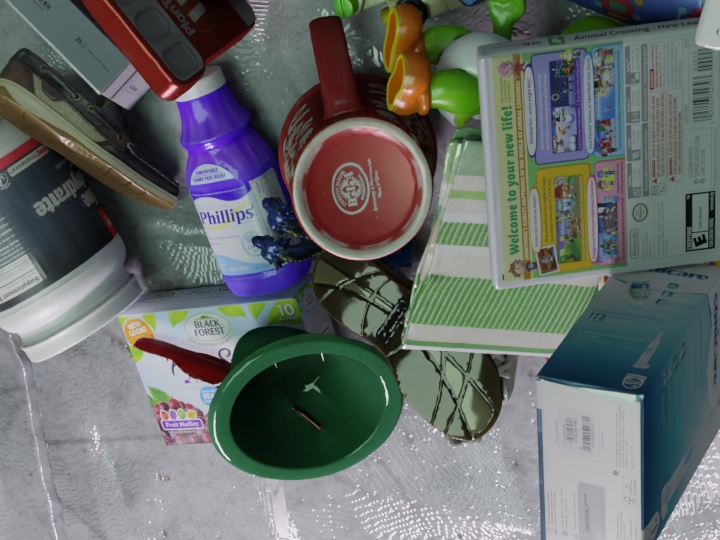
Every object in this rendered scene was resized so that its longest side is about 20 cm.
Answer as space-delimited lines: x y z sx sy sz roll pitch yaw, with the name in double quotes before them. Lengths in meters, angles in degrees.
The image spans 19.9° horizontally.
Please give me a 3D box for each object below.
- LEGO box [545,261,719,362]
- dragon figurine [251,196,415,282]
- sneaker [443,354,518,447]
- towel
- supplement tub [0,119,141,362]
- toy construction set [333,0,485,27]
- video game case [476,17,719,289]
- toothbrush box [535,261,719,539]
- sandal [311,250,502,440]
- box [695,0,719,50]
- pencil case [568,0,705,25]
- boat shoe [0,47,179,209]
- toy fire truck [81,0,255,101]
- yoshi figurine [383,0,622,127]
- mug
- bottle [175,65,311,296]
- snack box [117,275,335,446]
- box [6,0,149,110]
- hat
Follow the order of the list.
"LEGO box" 0.205 -0.027 1.640 0.148 0.077 0.202 -4 114 32
"dragon figurine" 0.000 0.000 1.757 0.199 0.099 0.059 37 129 6
"sneaker" 0.112 0.067 1.725 0.075 0.092 0.201 8 129 -9
"towel" 0.119 -0.017 1.584 0.151 0.023 0.201 5 125 -14
"supplement tub" -0.303 -0.033 1.885 0.140 0.140 0.201 -23 104 37
"toy construction set" 0.039 -0.257 1.603 0.199 0.092 0.132 -12 110 46
"video game case" 0.180 -0.084 1.510 0.180 0.022 0.202 -7 124 -2
"toothbrush box" 0.205 0.098 1.533 0.085 0.200 0.148 10 122 25
"sandal" 0.043 0.054 1.700 0.200 0.055 0.082 40 107 14
"box" 0.355 -0.212 1.371 0.197 0.200 0.132 21 126 18
"pencil case" 0.206 -0.228 1.525 0.198 0.087 0.078 21 164 19
"boat shoe" -0.235 -0.124 1.822 0.199 0.065 0.073 35 164 -28
"toy fire truck" -0.173 -0.249 1.671 0.112 0.168 0.200 -34 97 38
"yoshi figurine" 0.122 -0.159 1.540 0.198 0.112 0.114 6 94 -12
"mug" -0.015 -0.094 1.621 0.133 0.200 0.178 -41 99 7
"bottle" -0.109 -0.078 1.797 0.083 0.065 0.202 -6 113 34
"snack box" -0.112 0.085 1.898 0.198 0.053 0.143 -7 112 31
"box" -0.248 -0.208 1.730 0.041 0.200 0.156 -45 90 0
"hat" -0.076 0.069 1.828 0.198 0.177 0.167 7 125 -21
